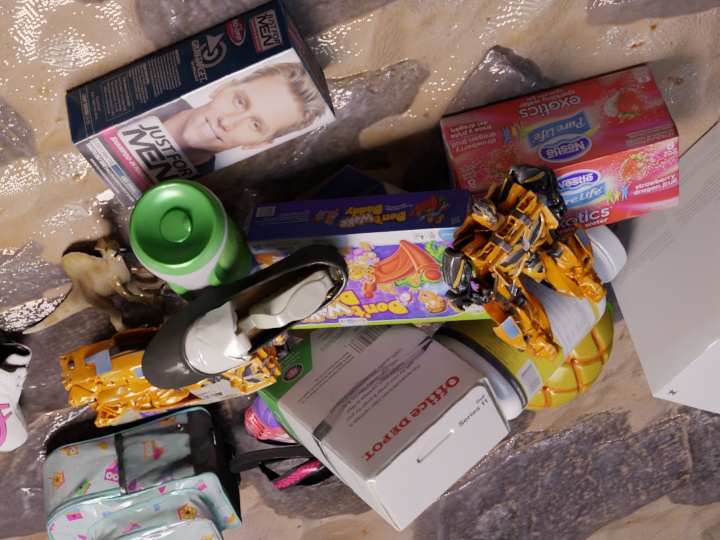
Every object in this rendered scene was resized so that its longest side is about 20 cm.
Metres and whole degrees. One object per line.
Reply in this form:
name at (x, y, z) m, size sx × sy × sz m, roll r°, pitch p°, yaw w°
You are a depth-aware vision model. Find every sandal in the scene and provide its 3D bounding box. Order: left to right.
sandal at (-0.049, 0.202, 1.713) m, size 0.200 × 0.045 × 0.075 m, roll -8°, pitch 173°, yaw 24°

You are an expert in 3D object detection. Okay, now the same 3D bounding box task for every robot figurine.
robot figurine at (-0.162, 0.086, 1.516) m, size 0.200 × 0.058 × 0.145 m, roll -13°, pitch 158°, yaw 7°
robot figurine at (0.145, -0.006, 1.447) m, size 0.145 × 0.058 × 0.200 m, roll -52°, pitch 144°, yaw -7°

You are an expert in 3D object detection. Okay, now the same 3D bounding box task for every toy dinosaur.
toy dinosaur at (-0.238, 0.017, 1.554) m, size 0.101 × 0.058 × 0.200 m, roll 29°, pitch 143°, yaw -15°

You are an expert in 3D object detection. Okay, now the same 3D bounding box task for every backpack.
backpack at (-0.235, 0.245, 1.755) m, size 0.200 × 0.154 × 0.176 m, roll -7°, pitch 152°, yaw 5°

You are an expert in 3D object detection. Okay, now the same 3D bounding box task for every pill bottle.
pill bottle at (0.165, 0.038, 1.600) m, size 0.200 × 0.112 × 0.112 m, roll -48°, pitch 146°, yaw -18°

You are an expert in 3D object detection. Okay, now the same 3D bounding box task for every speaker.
speaker at (-0.144, -0.022, 1.441) m, size 0.088 × 0.089 × 0.200 m, roll -16°, pitch 170°, yaw 1°

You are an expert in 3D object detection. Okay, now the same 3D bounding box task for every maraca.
maraca at (0.184, 0.098, 1.731) m, size 0.200 × 0.107 × 0.137 m, roll -47°, pitch 148°, yaw 18°

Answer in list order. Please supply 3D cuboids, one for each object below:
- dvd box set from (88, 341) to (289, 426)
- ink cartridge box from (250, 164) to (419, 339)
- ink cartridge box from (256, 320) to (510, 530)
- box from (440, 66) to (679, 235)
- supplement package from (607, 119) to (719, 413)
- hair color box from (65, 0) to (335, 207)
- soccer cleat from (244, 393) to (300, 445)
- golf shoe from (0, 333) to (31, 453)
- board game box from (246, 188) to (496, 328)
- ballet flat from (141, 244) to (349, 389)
dvd box set at (-0.166, 0.109, 1.662) m, size 0.200 × 0.029 × 0.146 m, roll -14°, pitch 166°, yaw -1°
ink cartridge box at (0.000, 0.000, 1.611) m, size 0.200 × 0.047 × 0.198 m, roll 20°, pitch 132°, yaw -40°
ink cartridge box at (0.019, 0.126, 1.537) m, size 0.147 × 0.200 × 0.083 m, roll -40°, pitch 131°, yaw -12°
box at (0.181, -0.098, 1.505) m, size 0.200 × 0.096 × 0.100 m, roll -14°, pitch 142°, yaw 0°
supplement package at (0.364, 0.004, 1.609) m, size 0.147 × 0.200 × 0.191 m, roll 16°, pitch 134°, yaw -33°
hair color box at (-0.132, -0.136, 1.382) m, size 0.200 × 0.061 × 0.100 m, roll -23°, pitch 142°, yaw 9°
soccer cleat at (-0.089, 0.152, 1.710) m, size 0.073 × 0.068 × 0.200 m, roll -15°, pitch 170°, yaw 4°
golf shoe at (-0.354, 0.111, 1.608) m, size 0.092 × 0.073 × 0.200 m, roll -18°, pitch 142°, yaw 1°
board game box at (0.014, -0.008, 1.500) m, size 0.200 × 0.045 × 0.135 m, roll -4°, pitch 141°, yaw 18°
ballet flat at (-0.095, 0.039, 1.412) m, size 0.200 × 0.068 × 0.068 m, roll -34°, pitch 111°, yaw -13°
